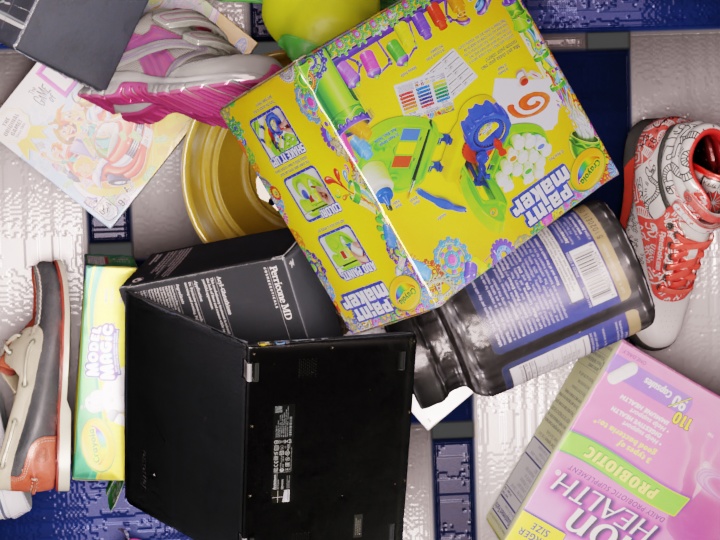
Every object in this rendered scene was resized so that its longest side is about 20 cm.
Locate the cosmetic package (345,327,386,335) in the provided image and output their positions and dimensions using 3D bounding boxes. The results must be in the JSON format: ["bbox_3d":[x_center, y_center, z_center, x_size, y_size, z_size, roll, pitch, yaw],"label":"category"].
[{"bbox_3d":[-0.072,0.060,1.472,0.199,0.071,0.102,8,94,-5],"label":"cosmetic package"}]

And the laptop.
[{"bbox_3d":[-0.073,0.116,1.332,0.199,0.116,0.188,-4,115,-15],"label":"laptop"}]

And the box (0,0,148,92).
[{"bbox_3d":[-0.257,-0.275,1.363,0.196,0.124,0.200,27,92,28],"label":"box"}]

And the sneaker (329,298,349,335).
[{"bbox_3d":[0.000,0.000,1.397,0.200,0.076,0.071,-23,103,20],"label":"sneaker"}]

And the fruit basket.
[{"bbox_3d":[-0.030,-0.233,1.401,0.215,0.156,0.216,1,75,-5],"label":"fruit basket"}]

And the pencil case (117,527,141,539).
[{"bbox_3d":[-0.223,0.318,1.477,0.088,0.088,0.200,36,92,-6],"label":"pencil case"}]

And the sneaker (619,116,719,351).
[{"bbox_3d":[0.268,-0.028,1.465,0.067,0.108,0.202,-1,94,-25],"label":"sneaker"}]

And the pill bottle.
[{"bbox_3d":[0.122,0.032,1.383,0.200,0.112,0.112,-23,96,-2],"label":"pill bottle"}]

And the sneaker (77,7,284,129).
[{"bbox_3d":[-0.138,-0.166,1.372,0.200,0.081,0.088,7,77,37],"label":"sneaker"}]

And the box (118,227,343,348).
[{"bbox_3d":[-0.084,0.078,1.365,0.141,0.079,0.201,-9,109,21],"label":"box"}]

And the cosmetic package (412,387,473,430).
[{"bbox_3d":[0.114,0.048,1.479,0.200,0.083,0.051,-40,97,-1],"label":"cosmetic package"}]

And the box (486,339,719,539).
[{"bbox_3d":[0.236,0.180,1.491,0.176,0.097,0.200,31,92,-6],"label":"box"}]

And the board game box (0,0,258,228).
[{"bbox_3d":[-0.199,-0.154,1.464,0.134,0.034,0.200,38,91,-6],"label":"board game box"}]

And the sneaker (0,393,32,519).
[{"bbox_3d":[-0.335,0.119,1.457,0.071,0.073,0.201,-16,96,-6],"label":"sneaker"}]

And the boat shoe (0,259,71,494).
[{"bbox_3d":[-0.268,0.085,1.435,0.062,0.071,0.201,0,71,-8],"label":"boat shoe"}]

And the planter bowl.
[{"bbox_3d":[-0.049,-0.084,1.456,0.200,0.083,0.201,0,95,-4],"label":"planter bowl"}]

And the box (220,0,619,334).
[{"bbox_3d":[0.044,-0.092,1.255,0.200,0.122,0.193,-34,97,-32],"label":"box"}]

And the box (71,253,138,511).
[{"bbox_3d":[-0.212,0.090,1.441,0.048,0.117,0.201,1,94,-10],"label":"box"}]
